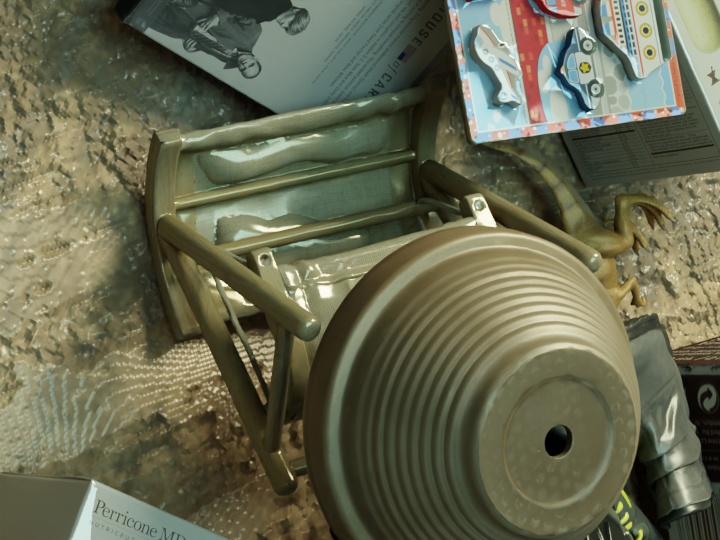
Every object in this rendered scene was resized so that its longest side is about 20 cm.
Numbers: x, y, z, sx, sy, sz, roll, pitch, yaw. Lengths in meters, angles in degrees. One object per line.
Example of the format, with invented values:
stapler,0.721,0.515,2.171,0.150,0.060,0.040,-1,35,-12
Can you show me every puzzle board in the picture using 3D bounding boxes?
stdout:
puzzle board,0.117,-0.184,1.152,0.151,0.017,0.200,-10,90,-22

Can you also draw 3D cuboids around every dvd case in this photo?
dvd case,-0.026,-0.164,1.142,0.200,0.025,0.150,29,110,-42

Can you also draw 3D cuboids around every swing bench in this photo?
swing bench,0.000,0.000,1.125,0.199,0.200,0.130,-13,133,-26

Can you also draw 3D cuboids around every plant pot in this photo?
plant pot,0.077,0.080,0.995,0.201,0.093,0.201,-4,98,-28

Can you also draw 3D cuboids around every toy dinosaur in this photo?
toy dinosaur,0.158,-0.023,1.314,0.106,0.060,0.200,-28,103,-32

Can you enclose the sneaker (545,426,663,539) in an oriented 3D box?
sneaker,0.134,0.153,1.193,0.200,0.085,0.074,44,80,-19

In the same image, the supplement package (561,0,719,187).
supplement package,0.210,-0.184,1.302,0.152,0.151,0.200,-36,107,-30

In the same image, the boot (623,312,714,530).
boot,0.186,0.100,1.221,0.200,0.070,0.132,6,64,-67

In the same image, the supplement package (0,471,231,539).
supplement package,-0.160,0.224,1.037,0.121,0.120,0.200,28,71,-30

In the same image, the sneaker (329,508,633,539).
sneaker,0.075,0.155,1.113,0.200,0.079,0.075,22,44,-26

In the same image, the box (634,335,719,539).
box,0.319,0.125,1.354,0.200,0.166,0.164,-13,95,-36
